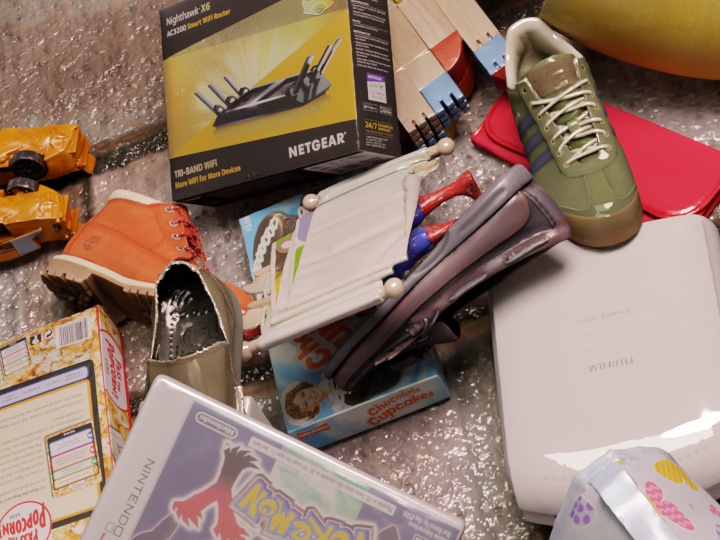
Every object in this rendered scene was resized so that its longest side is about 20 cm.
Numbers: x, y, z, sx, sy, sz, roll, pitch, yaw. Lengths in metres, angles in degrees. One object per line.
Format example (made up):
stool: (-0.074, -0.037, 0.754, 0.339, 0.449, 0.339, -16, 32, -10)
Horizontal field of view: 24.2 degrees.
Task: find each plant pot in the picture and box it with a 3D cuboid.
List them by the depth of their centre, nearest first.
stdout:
plant pot: (0.244, -0.219, 1.214, 0.142, 0.200, 0.200, 38, 76, 7)

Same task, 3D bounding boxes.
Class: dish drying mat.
dish drying mat: (0.178, -0.088, 1.242, 0.199, 0.018, 0.077, 28, 71, 34)

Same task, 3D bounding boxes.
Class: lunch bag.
lunch bag: (0.187, 0.205, 0.929, 0.127, 0.200, 0.170, -37, 53, -5)

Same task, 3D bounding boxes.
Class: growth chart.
growth chart: (-0.014, -0.017, 1.157, 0.144, 0.018, 0.201, -19, 29, 25)

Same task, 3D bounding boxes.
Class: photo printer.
photo printer: (0.170, 0.071, 1.107, 0.165, 0.070, 0.201, -12, 54, 15)

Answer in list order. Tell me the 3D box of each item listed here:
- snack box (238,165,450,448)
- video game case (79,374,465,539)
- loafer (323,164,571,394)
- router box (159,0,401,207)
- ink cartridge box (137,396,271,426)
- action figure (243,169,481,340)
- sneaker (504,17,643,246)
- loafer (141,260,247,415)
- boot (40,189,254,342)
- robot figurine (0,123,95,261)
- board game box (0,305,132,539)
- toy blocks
snack box: (-0.015, 0.025, 1.233, 0.115, 0.037, 0.201, -22, 53, 8)
video game case: (-0.066, 0.184, 0.957, 0.199, 0.023, 0.183, 25, 86, 5)
loafer: (0.057, 0.019, 1.124, 0.063, 0.072, 0.200, 44, 107, 4)
router box: (-0.065, -0.145, 1.279, 0.199, 0.052, 0.159, -13, 78, 39)
ink cartridge box: (-0.097, 0.200, 1.083, 0.083, 0.145, 0.201, -5, 57, 16)
action figure: (0.000, 0.000, 1.190, 0.199, 0.052, 0.066, -25, 47, 9)
sneaker: (0.139, -0.105, 1.171, 0.067, 0.090, 0.201, -19, 36, 2)
loafer: (-0.107, 0.079, 1.032, 0.075, 0.070, 0.201, -16, 54, 8)
boot: (-0.144, -0.005, 1.287, 0.199, 0.075, 0.108, 18, 62, 32)
robot figurine: (-0.325, -0.058, 1.402, 0.198, 0.058, 0.146, -8, 55, 16)
board game box: (-0.244, 0.140, 1.245, 0.150, 0.046, 0.201, -19, 53, 9)
toy blocks: (0.036, -0.150, 1.304, 0.199, 0.100, 0.137, -35, 62, 2)
